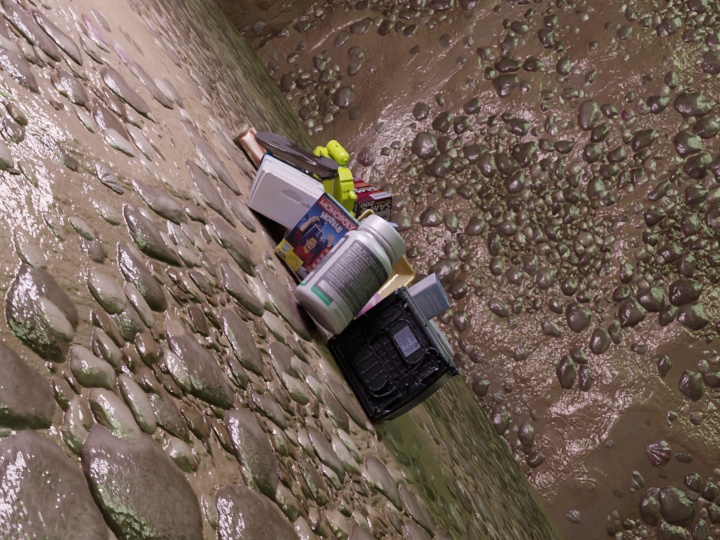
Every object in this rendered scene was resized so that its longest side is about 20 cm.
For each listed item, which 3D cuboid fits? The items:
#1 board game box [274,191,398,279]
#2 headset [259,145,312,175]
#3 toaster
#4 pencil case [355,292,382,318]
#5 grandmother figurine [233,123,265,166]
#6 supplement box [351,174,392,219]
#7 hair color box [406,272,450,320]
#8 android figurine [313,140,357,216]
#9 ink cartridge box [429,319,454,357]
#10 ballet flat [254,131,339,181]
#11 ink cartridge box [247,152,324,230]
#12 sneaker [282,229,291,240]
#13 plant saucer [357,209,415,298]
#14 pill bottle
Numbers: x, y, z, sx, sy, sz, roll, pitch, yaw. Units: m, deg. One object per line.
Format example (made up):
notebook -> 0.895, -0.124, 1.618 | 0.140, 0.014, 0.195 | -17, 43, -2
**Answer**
board game box -> -0.030, -0.048, 1.362 | 0.200, 0.200, 0.062 | 43, 5, -9
headset -> -0.168, -0.205, 1.674 | 0.094, 0.122, 0.204 | 29, -33, 63
toaster -> 0.066, 0.161, 1.268 | 0.202, 0.179, 0.119 | 56, 6, 20
pencil case -> 0.029, 0.103, 1.496 | 0.202, 0.086, 0.087 | 56, 7, -5
grandmother figurine -> -0.227, -0.258, 1.705 | 0.201, 0.060, 0.122 | 51, 15, -20
supplement box -> -0.024, -0.179, 1.716 | 0.198, 0.107, 0.063 | 33, -52, 43
hair color box -> 0.079, 0.088, 1.394 | 0.062, 0.197, 0.099 | 58, 9, -6
android figurine -> -0.059, -0.196, 1.609 | 0.201, 0.040, 0.186 | 52, -36, 44
ink cartridge box -> 0.131, 0.175, 1.812 | 0.201, 0.144, 0.083 | 51, 6, -28
ballet flat -> -0.140, -0.244, 1.522 | 0.195, 0.047, 0.068 | 22, 35, -7
ink cartridge box -> -0.152, -0.160, 1.456 | 0.143, 0.086, 0.201 | 27, 15, -13
sneaker -> -0.124, -0.071, 1.472 | 0.085, 0.072, 0.201 | 54, 8, -30
plant saucer -> 0.000, 0.000, 1.606 | 0.202, 0.199, 0.048 | 53, -15, -19
pill bottle -> -0.014, 0.004, 1.260 | 0.112, 0.200, 0.114 | 39, -16, 14
